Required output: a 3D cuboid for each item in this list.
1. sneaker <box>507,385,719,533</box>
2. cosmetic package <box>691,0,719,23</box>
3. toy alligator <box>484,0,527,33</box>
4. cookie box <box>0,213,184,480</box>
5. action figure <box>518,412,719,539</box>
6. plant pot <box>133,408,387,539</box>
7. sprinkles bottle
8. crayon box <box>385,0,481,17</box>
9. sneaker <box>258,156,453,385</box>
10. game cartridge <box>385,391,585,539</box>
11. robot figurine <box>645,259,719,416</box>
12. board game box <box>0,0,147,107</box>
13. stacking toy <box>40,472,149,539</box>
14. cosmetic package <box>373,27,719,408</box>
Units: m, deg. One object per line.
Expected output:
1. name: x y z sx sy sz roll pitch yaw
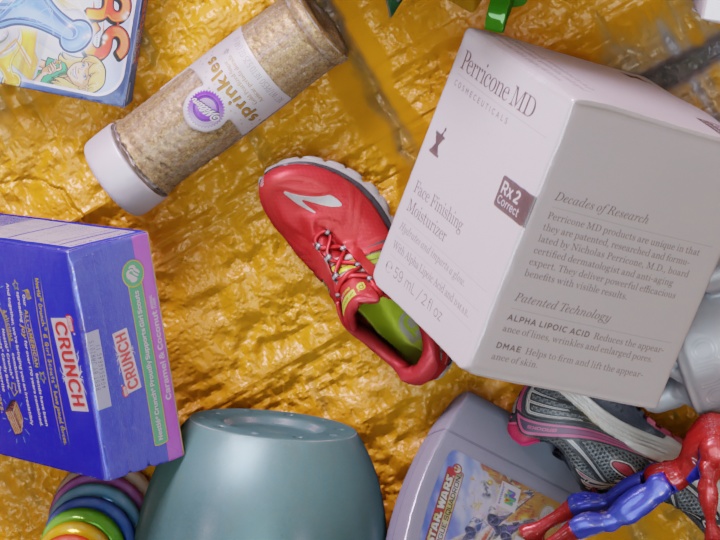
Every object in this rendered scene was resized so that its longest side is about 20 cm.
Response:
1. sneaker: 0.198 0.143 1.648 0.200 0.081 0.075 37 86 -5
2. cosmetic package: 0.290 -0.266 1.531 0.085 0.108 0.200 11 106 1
3. toy alligator: 0.119 -0.255 1.575 0.059 0.054 0.200 13 79 7
4. cookie box: -0.226 0.052 1.616 0.200 0.075 0.171 8 110 48
5. action figure: 0.221 0.172 1.586 0.200 0.065 0.099 -36 106 16
6. plant pot: -0.072 0.189 1.637 0.200 0.201 0.161 6 96 4
7. sprinkles bottle: -0.105 -0.123 1.622 0.200 0.068 0.068 -36 98 12
8. crayon box: 0.088 -0.257 1.485 0.052 0.126 0.200 32 82 11
9. sneaker: 0.000 0.000 1.629 0.077 0.085 0.200 -40 97 23
10. game cartridge: 0.087 0.196 1.631 0.133 0.042 0.200 30 63 -22
11. robot figurine: 0.288 0.038 1.604 0.200 0.113 0.170 -19 143 10
12. board game box: -0.217 -0.229 1.621 0.135 0.034 0.200 11 105 2
13. stacking toy: -0.204 0.210 1.645 0.085 0.200 0.085 1 105 5
14. cosmetic package: 0.139 -0.037 1.544 0.165 0.165 0.200 12 107 -29
